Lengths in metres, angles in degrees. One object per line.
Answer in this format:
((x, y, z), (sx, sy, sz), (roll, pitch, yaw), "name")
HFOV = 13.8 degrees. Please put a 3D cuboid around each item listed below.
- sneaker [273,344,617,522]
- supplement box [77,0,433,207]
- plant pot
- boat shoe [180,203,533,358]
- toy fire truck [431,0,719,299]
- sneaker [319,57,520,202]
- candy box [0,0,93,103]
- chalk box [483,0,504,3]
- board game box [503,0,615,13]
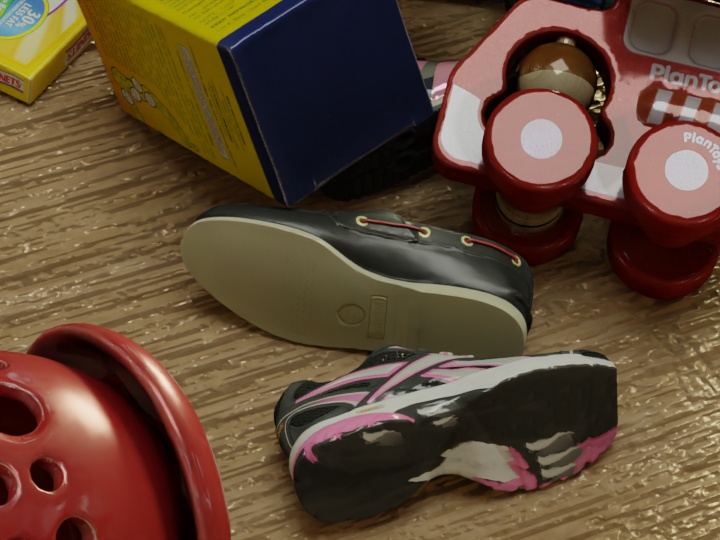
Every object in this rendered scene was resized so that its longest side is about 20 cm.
((0.044, 0.068, 1.601), (0.199, 0.081, 0.086), (-7, 34, -23), "sneaker")
((-0.066, -0.134, 1.711), (0.109, 0.110, 0.200), (-33, 34, -19), "supplement box")
((-0.174, 0.132, 1.416), (0.182, 0.201, 0.200), (-15, 47, -36), "plant pot")
((-0.001, 0.002, 1.665), (0.200, 0.074, 0.063), (14, 40, 0), "boat shoe")
((0.149, -0.089, 1.714), (0.199, 0.112, 0.169), (14, 67, 5), "toy fire truck")
((0.044, -0.109, 1.790), (0.199, 0.070, 0.082), (-17, 50, -27), "sneaker")
((-0.196, -0.184, 1.864), (0.102, 0.027, 0.200), (26, 46, 13), "candy box")
((0.061, -0.259, 1.911), (0.199, 0.124, 0.125), (6, 42, -2), "chalk box")
((0.188, -0.145, 1.829), (0.199, 0.028, 0.135), (13, 19, -5), "board game box")
